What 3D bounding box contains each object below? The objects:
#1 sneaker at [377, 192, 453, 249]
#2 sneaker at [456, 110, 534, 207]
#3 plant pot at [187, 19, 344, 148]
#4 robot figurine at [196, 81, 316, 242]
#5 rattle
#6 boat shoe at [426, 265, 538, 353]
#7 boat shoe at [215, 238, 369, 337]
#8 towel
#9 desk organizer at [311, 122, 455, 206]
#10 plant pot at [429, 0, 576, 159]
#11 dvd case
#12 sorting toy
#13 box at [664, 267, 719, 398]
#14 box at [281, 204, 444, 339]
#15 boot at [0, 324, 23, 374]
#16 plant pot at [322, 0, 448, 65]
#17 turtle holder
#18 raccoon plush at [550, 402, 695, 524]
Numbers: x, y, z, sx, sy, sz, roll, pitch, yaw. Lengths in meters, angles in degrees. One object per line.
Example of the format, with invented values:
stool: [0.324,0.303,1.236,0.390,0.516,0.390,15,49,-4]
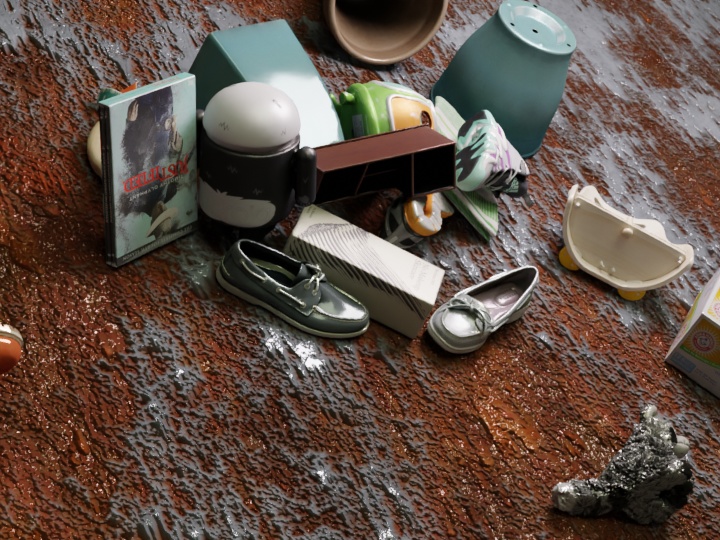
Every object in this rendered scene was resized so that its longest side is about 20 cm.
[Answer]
sneaker: [0.071,-0.081,1.761,0.078,0.077,0.200,52,21,-4]
sneaker: [0.198,-0.134,1.828,0.140,0.078,0.200,47,30,-17]
plant pot: [-0.123,-0.209,1.734,0.141,0.142,0.200,-21,67,-44]
robot figurine: [-0.136,-0.133,1.585,0.149,0.201,0.125,-2,34,-14]
rattle: [-0.292,-0.208,1.624,0.129,0.143,0.201,-13,54,6]
boat shoe: [0.162,0.047,1.679,0.201,0.065,0.074,-22,60,-44]
boat shoe: [-0.075,0.021,1.567,0.199,0.062,0.073,23,39,-7]
towel: [0.153,-0.151,1.878,0.153,0.023,0.200,45,32,-24]
desk organizer: [0.022,-0.129,1.668,0.199,0.072,0.077,-15,29,-24]
plant pot: [0.236,-0.309,2.018,0.199,0.188,0.201,16,41,-15]
dvd case: [-0.246,-0.119,1.517,0.022,0.201,0.146,21,31,29]
sorting toy: [0.383,-0.059,1.914,0.199,0.107,0.180,28,31,0]
box: [0.527,0.078,1.838,0.112,0.102,0.200,35,39,7]
box: [0.000,0.000,1.630,0.199,0.069,0.082,25,39,-3]
boot: [-0.410,0.120,1.254,0.199,0.075,0.107,-19,61,-33]
plant pot: [0.020,-0.453,2.066,0.199,0.201,0.175,8,26,-24]
turtle holder: [0.031,-0.186,1.800,0.131,0.186,0.142,-10,67,-14]
raccoon plush: [0.314,0.223,1.565,0.199,0.097,0.134,10,34,-21]
